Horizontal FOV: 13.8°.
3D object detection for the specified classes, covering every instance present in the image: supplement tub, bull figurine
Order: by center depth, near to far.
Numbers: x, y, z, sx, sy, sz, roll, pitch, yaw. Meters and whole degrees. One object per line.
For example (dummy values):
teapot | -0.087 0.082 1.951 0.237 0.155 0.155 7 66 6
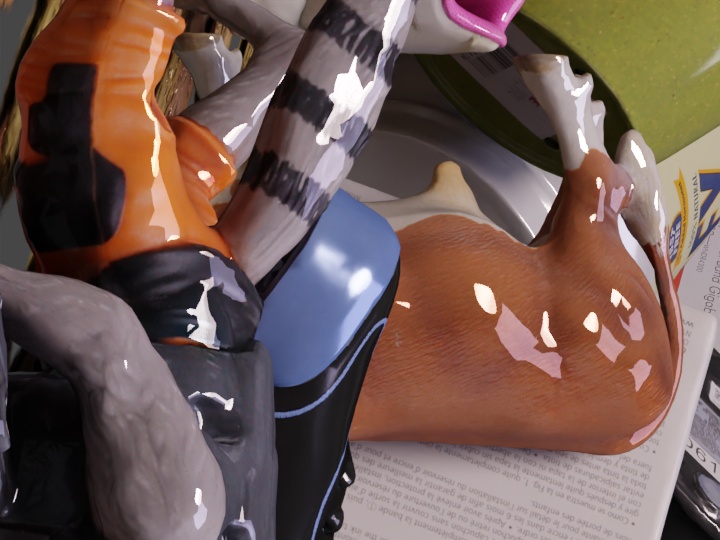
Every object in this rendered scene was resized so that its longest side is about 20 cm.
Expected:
bull figurine | 0.000 0.000 0.791 0.065 0.200 0.122 -2 -95 59
supplement tub | 0.059 -0.042 1.094 0.200 0.145 0.145 -46 155 -48

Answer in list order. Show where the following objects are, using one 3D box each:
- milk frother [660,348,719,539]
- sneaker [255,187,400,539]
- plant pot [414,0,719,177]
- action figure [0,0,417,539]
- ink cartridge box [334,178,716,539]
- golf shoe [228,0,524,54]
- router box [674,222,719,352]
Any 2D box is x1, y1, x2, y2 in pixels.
milk frother | 0.058 0.140 0.952 0.188 0.181 0.200 -43 172 23
sneaker | -0.032 0.070 0.709 0.200 0.078 0.070 -56 -165 26
plant pot | 0.107 -0.131 0.976 0.200 0.187 0.187 -51 167 -20
action figure | -0.044 0.009 0.573 0.200 0.104 0.194 98 -1 -75
ink cartridge box | -0.001 0.073 0.834 0.050 0.161 0.200 112 -2 -60
golf shoe | 0.014 -0.135 0.769 0.200 0.091 0.075 98 12 -49
router box | 0.075 -0.023 1.232 0.200 0.179 0.049 -66 171 -48
